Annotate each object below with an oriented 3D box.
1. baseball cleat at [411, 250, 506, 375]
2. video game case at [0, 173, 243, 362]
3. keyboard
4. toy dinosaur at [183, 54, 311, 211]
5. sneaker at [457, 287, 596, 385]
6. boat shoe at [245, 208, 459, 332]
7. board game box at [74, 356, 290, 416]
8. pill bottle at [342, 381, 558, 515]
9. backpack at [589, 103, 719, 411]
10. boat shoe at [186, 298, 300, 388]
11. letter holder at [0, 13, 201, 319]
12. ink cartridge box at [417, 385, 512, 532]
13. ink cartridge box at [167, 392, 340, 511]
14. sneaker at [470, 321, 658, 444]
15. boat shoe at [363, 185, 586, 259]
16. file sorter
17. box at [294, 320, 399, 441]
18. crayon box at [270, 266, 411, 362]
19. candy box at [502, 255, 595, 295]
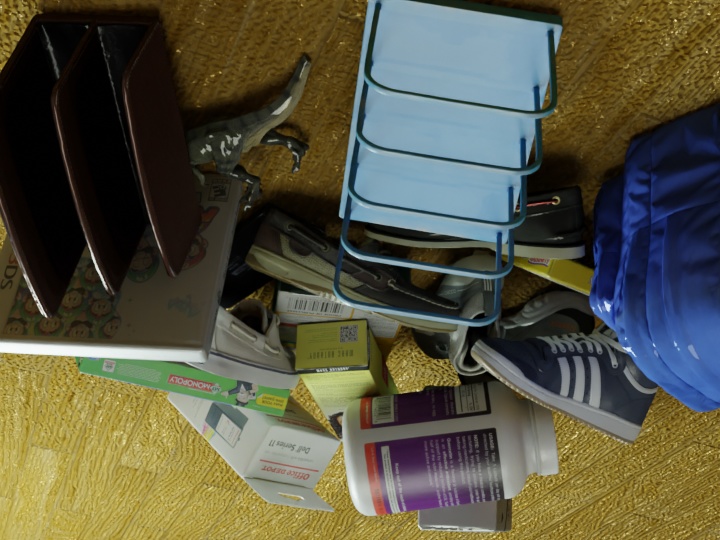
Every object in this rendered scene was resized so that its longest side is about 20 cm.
[{"bbox_3d":[0.090,0.063,1.139,0.069,0.107,0.200,4,151,-6],"label":"baseball cleat"},{"bbox_3d":[-0.211,-0.009,1.006,0.198,0.183,0.024,2,145,7],"label":"video game case"},{"bbox_3d":[-0.134,-0.017,1.137,0.126,0.021,0.200,20,146,-30],"label":"keyboard"},{"bbox_3d":[-0.095,-0.102,0.968,0.199,0.048,0.088,-21,133,33],"label":"toy dinosaur"},{"bbox_3d":[0.161,0.086,1.192,0.073,0.080,0.200,19,149,-25],"label":"sneaker"},{"bbox_3d":[-0.001,0.000,1.048,0.199,0.067,0.072,19,-178,-2],"label":"boat shoe"},{"bbox_3d":[-0.180,0.093,1.155,0.198,0.029,0.134,15,-175,-19],"label":"board game box"},{"bbox_3d":[0.086,0.169,1.134,0.198,0.113,0.113,-7,148,5],"label":"pill bottle"},{"bbox_3d":[0.270,0.008,0.924,0.162,0.202,0.167,27,144,-32],"label":"backpack"},{"bbox_3d":[-0.101,0.063,1.092,0.070,0.070,0.200,22,179,26],"label":"boat shoe"},{"bbox_3d":[-0.200,-0.070,0.897,0.099,0.143,0.201,4,134,10],"label":"letter holder"},{"bbox_3d":[0.119,0.210,1.285,0.083,0.147,0.200,0,168,12],"label":"ink cartridge box"},{"bbox_3d":[-0.104,0.170,1.262,0.117,0.068,0.200,22,-168,-48],"label":"ink cartridge box"},{"bbox_3d":[0.197,0.074,1.068,0.199,0.109,0.070,26,-173,-27],"label":"sneaker"},{"bbox_3d":[0.095,-0.048,1.007,0.200,0.064,0.074,3,-168,29],"label":"boat shoe"},{"bbox_3d":[0.058,-0.076,0.849,0.137,0.123,0.201,8,131,-1],"label":"file sorter"},{"bbox_3d":[-0.007,0.116,1.198,0.074,0.051,0.200,-5,150,12],"label":"box"},{"bbox_3d":[-0.028,0.050,1.182,0.124,0.052,0.200,6,151,-7],"label":"crayon box"},{"bbox_3d":[0.230,0.019,1.069,0.199,0.027,0.102,20,-179,-22],"label":"candy box"}]
